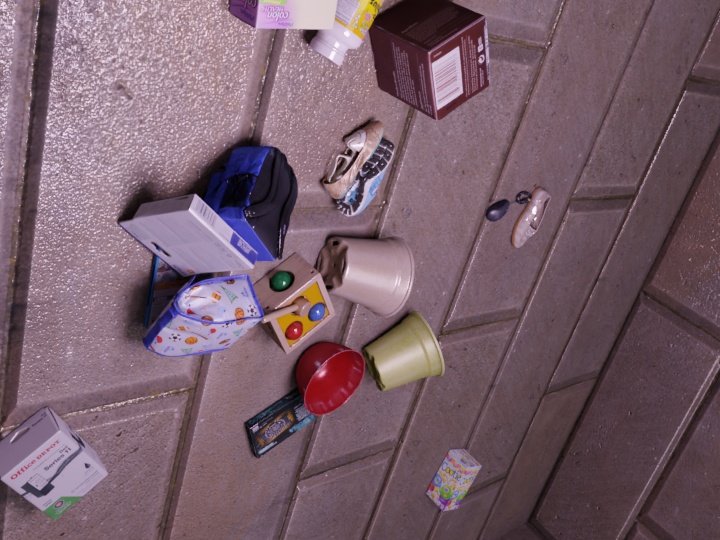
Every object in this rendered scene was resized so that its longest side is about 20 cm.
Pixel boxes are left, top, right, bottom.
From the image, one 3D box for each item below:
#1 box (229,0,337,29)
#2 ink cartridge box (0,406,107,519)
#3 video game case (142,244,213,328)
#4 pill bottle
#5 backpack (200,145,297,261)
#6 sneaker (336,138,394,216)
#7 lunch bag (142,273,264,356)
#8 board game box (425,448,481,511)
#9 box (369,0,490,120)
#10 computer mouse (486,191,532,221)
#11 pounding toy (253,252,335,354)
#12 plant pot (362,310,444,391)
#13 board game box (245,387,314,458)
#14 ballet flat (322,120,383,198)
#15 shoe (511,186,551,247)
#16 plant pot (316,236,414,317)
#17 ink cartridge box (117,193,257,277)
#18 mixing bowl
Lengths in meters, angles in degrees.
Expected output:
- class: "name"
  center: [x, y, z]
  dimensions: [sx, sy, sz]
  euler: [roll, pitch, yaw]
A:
- class: "box"
  center: [-0.125, -0.541, 1.338]
  dimensions: [0.173, 0.096, 0.204]
  euler: [-14, 128, -38]
- class: "ink cartridge box"
  center: [-0.639, 0.398, 1.560]
  dimensions: [0.146, 0.083, 0.202]
  euler: [-40, 140, -16]
- class: "video game case"
  center: [-0.375, 0.024, 1.590]
  dimensions: [0.141, 0.018, 0.204]
  euler: [-7, 124, -42]
- class: "pill bottle"
  center: [-0.021, -0.505, 1.466]
  dimensions: [0.103, 0.104, 0.203]
  euler: [18, 107, -50]
- class: "backpack"
  center: [-0.222, -0.147, 1.499]
  dimensions: [0.163, 0.164, 0.203]
  euler: [63, 39, -54]
- class: "sneaker"
  center: [0.014, -0.216, 1.773]
  dimensions: [0.202, 0.078, 0.090]
  euler: [-57, 166, 1]
- class: "lunch bag"
  center: [-0.328, 0.094, 1.541]
  dimensions: [0.197, 0.126, 0.170]
  euler: [-10, 157, -44]
- class: "board game box"
  center: [0.352, 0.789, 2.865]
  dimensions: [0.102, 0.104, 0.203]
  euler: [11, 111, -48]
- class: "box"
  center: [0.146, -0.456, 1.598]
  dimensions: [0.163, 0.199, 0.168]
  euler: [-36, 140, -19]
- class: "computer mouse"
  center: [0.447, -0.189, 2.251]
  dimensions: [0.197, 0.034, 0.060]
  euler: [-25, 134, -31]
- class: "pounding toy"
  center: [-0.164, 0.082, 1.750]
  dimensions: [0.183, 0.142, 0.202]
  euler: [-38, 140, -17]
- class: "plant pot"
  center: [0.112, 0.244, 2.143]
  dimensions: [0.181, 0.201, 0.203]
  euler: [-24, 136, -14]
- class: "board game box"
  center: [-0.214, 0.406, 2.046]
  dimensions: [0.198, 0.028, 0.137]
  euler: [-31, 138, -26]
- class: "ballet flat"
  center: [-0.020, -0.256, 1.696]
  dimensions: [0.065, 0.070, 0.202]
  euler: [27, 96, -40]
- class: "shoe"
  center: [0.527, -0.156, 2.341]
  dimensions: [0.069, 0.053, 0.203]
  euler: [1, 118, -45]
- class: "plant pot"
  center: [0.000, 0.000, 1.838]
  dimensions: [0.181, 0.201, 0.204]
  euler: [12, 112, -36]
- class: "ink cartridge box"
  center: [-0.327, -0.062, 1.447]
  dimensions: [0.200, 0.196, 0.041]
  euler: [48, 48, -44]
- class: "mixing bowl"
  center: [-0.095, 0.265, 1.992]
  dimensions: [0.198, 0.108, 0.204]
  euler: [-26, 134, -29]
